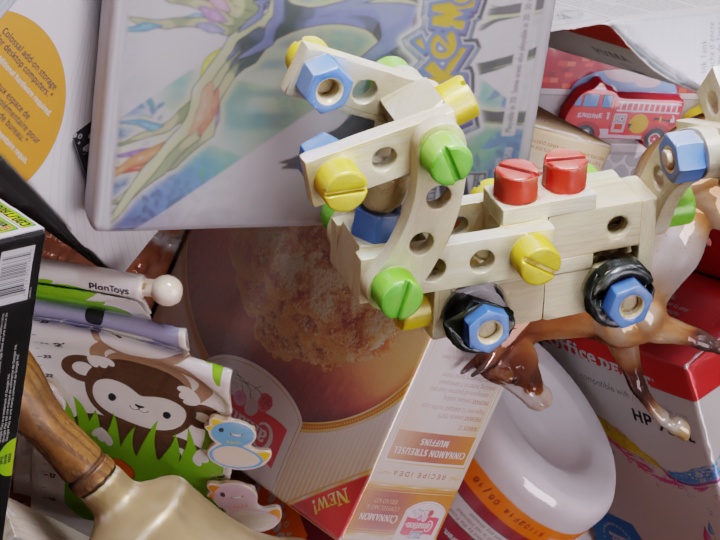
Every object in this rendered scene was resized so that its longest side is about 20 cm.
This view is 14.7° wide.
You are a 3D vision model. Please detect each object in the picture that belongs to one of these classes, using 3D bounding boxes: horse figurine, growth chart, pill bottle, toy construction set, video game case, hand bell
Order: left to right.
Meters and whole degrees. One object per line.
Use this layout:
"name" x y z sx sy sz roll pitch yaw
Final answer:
"hand bell" -0.117 0.080 1.161 0.104 0.104 0.200 -45 104 -18
"growth chart" -0.111 0.061 1.197 0.201 0.144 0.018 79 22 -44
"video game case" -0.010 -0.108 1.080 0.181 0.022 0.201 -2 121 -18
"pill bottle" 0.016 0.121 1.338 0.200 0.113 0.113 -39 151 26
"toy construction set" 0.068 -0.034 1.091 0.199 0.092 0.132 -2 121 -5
"horse figurine" 0.147 -0.008 1.219 0.132 0.050 0.200 33 102 -27

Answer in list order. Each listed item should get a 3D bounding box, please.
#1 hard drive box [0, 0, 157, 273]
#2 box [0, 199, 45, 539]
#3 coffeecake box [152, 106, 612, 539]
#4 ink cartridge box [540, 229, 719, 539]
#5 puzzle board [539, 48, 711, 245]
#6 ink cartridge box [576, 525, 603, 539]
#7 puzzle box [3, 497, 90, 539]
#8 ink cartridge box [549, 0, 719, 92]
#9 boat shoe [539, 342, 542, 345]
"hard drive box" -0.093 -0.124 1.121 0.200 0.077 0.156 -52 144 -9
"box" -0.183 0.053 1.114 0.035 0.110 0.201 -15 125 -42
"coffeecake box" 0.000 0.000 1.251 0.073 0.153 0.201 10 107 -51
"ink cartridge box" 0.154 0.063 1.348 0.067 0.116 0.201 -33 121 -26
"puzzle board" 0.128 -0.078 1.392 0.199 0.017 0.151 0 117 -21
"ink cartridge box" 0.110 0.069 1.458 0.200 0.067 0.117 -43 102 -20
"puzzle box" -0.153 0.171 1.257 0.133 0.025 0.200 -34 146 13
"ink cartridge box" 0.092 -0.105 1.239 0.199 0.162 0.050 -12 110 -28
"boat shoe" 0.056 -0.025 1.352 0.068 0.057 0.201 -25 128 -26
